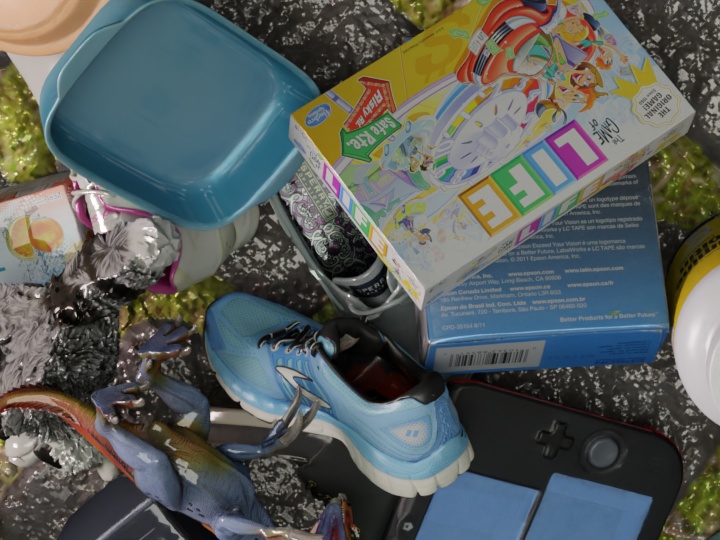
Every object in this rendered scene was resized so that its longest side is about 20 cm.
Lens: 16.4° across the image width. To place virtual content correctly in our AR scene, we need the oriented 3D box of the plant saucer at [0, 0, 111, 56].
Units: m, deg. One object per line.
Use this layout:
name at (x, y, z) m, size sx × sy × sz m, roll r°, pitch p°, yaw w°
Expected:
plant saucer at (-0.211, -0.213, 1.413) m, size 0.200 × 0.032 × 0.201 m, roll 21°, pitch 128°, yaw 29°

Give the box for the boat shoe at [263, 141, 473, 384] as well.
boat shoe at (0.000, -0.001, 1.542) m, size 0.070 × 0.072 × 0.201 m, roll -35°, pitch 98°, yaw 11°

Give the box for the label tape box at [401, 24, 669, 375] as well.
label tape box at (0.101, -0.042, 1.509) m, size 0.144 × 0.063 × 0.200 m, roll -3°, pitch 68°, yaw -3°

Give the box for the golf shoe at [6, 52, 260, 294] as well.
golf shoe at (-0.149, -0.071, 1.513) m, size 0.200 × 0.092 × 0.075 m, roll 46°, pitch 144°, yaw -11°

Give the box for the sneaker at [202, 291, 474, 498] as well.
sneaker at (-0.014, 0.052, 1.497) m, size 0.200 × 0.078 × 0.090 m, roll 26°, pitch 139°, yaw 33°

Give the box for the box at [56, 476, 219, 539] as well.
box at (-0.095, 0.222, 1.562) m, size 0.107 × 0.148 × 0.200 m, roll -38°, pitch 97°, yaw 11°

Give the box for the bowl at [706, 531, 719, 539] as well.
bowl at (0.282, 0.260, 1.567) m, size 0.200 × 0.105 × 0.201 m, roll 1°, pitch 104°, yaw 4°

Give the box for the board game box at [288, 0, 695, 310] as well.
board game box at (0.077, -0.086, 1.470) m, size 0.200 × 0.034 × 0.135 m, roll -33°, pitch 74°, yaw -15°

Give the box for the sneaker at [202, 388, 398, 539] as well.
sneaker at (-0.015, 0.136, 1.574) m, size 0.200 × 0.075 × 0.106 m, roll 8°, pitch 103°, yaw 1°

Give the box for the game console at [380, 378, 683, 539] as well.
game console at (0.097, 0.175, 1.564) m, size 0.177 × 0.031 × 0.200 m, roll 15°, pitch 104°, yaw -26°

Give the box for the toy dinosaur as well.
toy dinosaur at (-0.085, 0.117, 1.464) m, size 0.200 × 0.105 × 0.182 m, roll -2°, pitch 130°, yaw 32°

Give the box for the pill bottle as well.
pill bottle at (0.238, 0.034, 1.468) m, size 0.112 × 0.200 × 0.112 m, roll 1°, pitch 103°, yaw 3°

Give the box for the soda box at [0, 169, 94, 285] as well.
soda box at (-0.261, -0.003, 1.565) m, size 0.200 × 0.064 × 0.069 m, roll -15°, pitch 102°, yaw 8°

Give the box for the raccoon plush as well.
raccoon plush at (-0.151, 0.060, 1.518) m, size 0.200 × 0.097 × 0.134 m, roll -26°, pitch 145°, yaw 28°

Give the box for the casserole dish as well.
casserole dish at (-0.107, -0.096, 1.438) m, size 0.121 × 0.200 × 0.039 m, roll -49°, pitch 52°, yaw 9°
